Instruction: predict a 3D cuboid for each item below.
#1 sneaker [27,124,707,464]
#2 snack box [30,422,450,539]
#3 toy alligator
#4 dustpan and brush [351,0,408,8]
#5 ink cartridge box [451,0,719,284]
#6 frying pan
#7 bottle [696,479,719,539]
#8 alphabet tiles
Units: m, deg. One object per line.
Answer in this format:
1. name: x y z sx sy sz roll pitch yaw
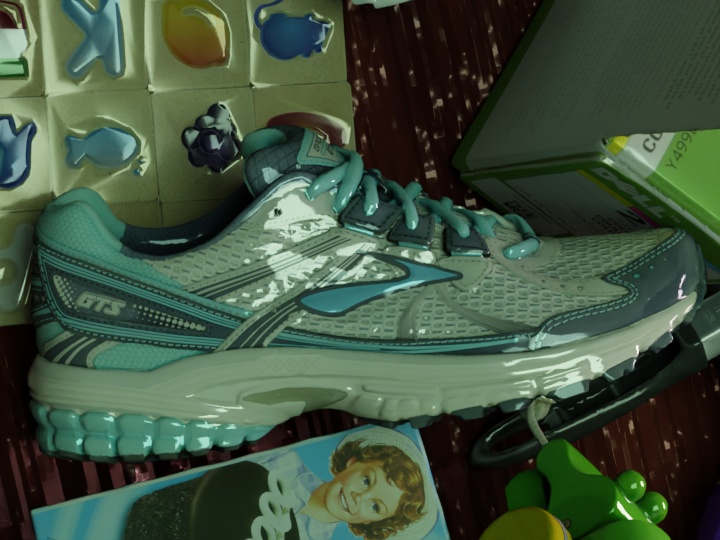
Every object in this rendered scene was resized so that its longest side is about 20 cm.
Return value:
1. sneaker: 0.000 0.000 0.768 0.199 0.078 0.087 -9 97 -3
2. snack box: -0.014 0.149 0.748 0.115 0.037 0.201 -14 67 -6
3. toy alligator: 0.069 0.085 0.769 0.059 0.054 0.201 44 31 -35
4. dustpan and brush: 0.047 -0.188 0.829 0.200 0.057 0.140 -49 127 -40
5. ink cartridge box: 0.129 -0.076 0.793 0.076 0.200 0.148 35 75 -20
6. frying pan: 0.125 0.002 0.868 0.189 0.031 0.115 -5 51 5
7. bottle: 0.153 0.089 0.872 0.083 0.065 0.200 39 73 -5
8. alphabet tiles: -0.081 -0.086 0.803 0.166 0.006 0.201 -5 90 -25
